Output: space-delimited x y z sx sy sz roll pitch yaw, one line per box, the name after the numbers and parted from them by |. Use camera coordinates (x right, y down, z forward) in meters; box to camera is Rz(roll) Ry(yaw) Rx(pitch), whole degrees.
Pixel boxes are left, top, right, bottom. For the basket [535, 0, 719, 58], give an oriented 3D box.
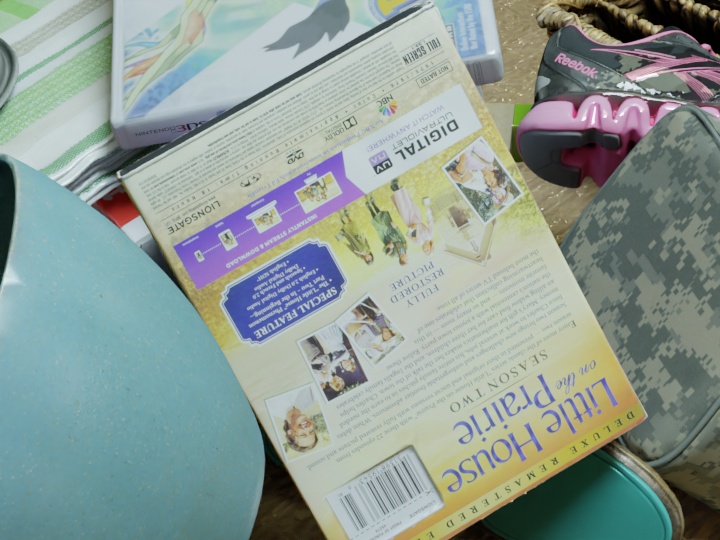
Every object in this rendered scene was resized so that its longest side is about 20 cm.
0.234 -0.123 1.133 0.143 0.149 0.200 -45 51 -13 | basket

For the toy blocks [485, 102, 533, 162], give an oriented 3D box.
0.007 -0.039 1.029 0.200 0.100 0.137 2 36 8 | toy blocks

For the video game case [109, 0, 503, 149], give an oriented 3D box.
-0.031 -0.152 0.901 0.182 0.022 0.200 -10 51 6 | video game case

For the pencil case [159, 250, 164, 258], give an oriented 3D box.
0.000 0.000 0.869 0.200 0.085 0.084 27 53 -35 | pencil case

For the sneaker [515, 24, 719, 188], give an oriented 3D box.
0.186 -0.093 0.992 0.200 0.079 0.095 6 58 2 | sneaker

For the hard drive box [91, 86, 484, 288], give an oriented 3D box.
-0.057 -0.075 0.971 0.200 0.077 0.156 -34 46 -15 | hard drive box

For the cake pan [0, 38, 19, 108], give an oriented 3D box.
-0.273 -0.091 0.923 0.200 0.037 0.200 -10 31 6 | cake pan

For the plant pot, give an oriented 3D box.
-0.117 0.075 0.692 0.135 0.200 0.200 26 21 -24 | plant pot

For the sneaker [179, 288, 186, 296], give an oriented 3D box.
-0.119 0.047 0.845 0.081 0.084 0.200 -23 24 -29 | sneaker

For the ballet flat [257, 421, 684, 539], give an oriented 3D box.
0.052 0.084 0.846 0.200 0.068 0.072 11 13 12 | ballet flat

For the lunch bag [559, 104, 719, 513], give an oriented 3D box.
0.206 0.032 0.908 0.168 0.139 0.200 29 20 -27 | lunch bag

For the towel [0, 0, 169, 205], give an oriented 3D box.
-0.158 -0.092 0.946 0.149 0.031 0.200 -36 38 -25 | towel

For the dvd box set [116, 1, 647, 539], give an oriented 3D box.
0.012 0.011 0.759 0.146 0.200 0.029 -31 12 -5 | dvd box set
